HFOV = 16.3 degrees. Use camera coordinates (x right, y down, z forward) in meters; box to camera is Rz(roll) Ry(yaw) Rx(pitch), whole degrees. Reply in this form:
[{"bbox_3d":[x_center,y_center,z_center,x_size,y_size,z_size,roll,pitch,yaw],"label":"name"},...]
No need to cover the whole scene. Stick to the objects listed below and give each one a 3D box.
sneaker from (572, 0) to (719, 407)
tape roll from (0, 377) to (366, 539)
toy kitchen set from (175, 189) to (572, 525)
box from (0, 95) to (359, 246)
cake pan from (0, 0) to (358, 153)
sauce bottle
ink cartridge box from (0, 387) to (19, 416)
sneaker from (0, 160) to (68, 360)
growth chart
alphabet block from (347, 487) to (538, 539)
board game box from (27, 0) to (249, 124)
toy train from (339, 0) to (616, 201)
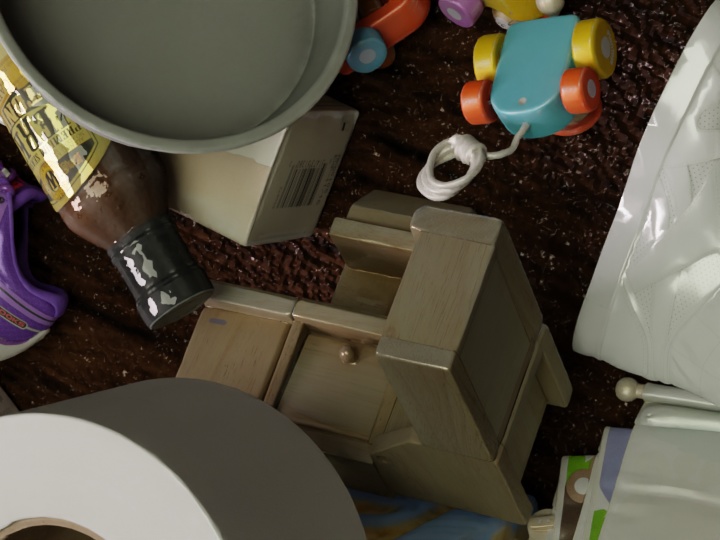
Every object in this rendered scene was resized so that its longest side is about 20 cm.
[{"bbox_3d":[0.192,-0.029,1.268,0.115,0.074,0.201,24,112,17],"label":"sneaker"},{"bbox_3d":[-0.109,0.156,1.159,0.201,0.139,0.204,2,96,23],"label":"tape roll"},{"bbox_3d":[0.000,0.000,1.258,0.199,0.181,0.164,11,65,22],"label":"toy kitchen set"},{"bbox_3d":[-0.113,-0.092,1.377,0.199,0.095,0.078,27,105,21],"label":"box"},{"bbox_3d":[-0.100,-0.146,1.274,0.201,0.199,0.037,59,153,8],"label":"cake pan"},{"bbox_3d":[-0.141,-0.065,1.307,0.065,0.065,0.201,-36,80,21],"label":"sauce bottle"},{"bbox_3d":[-0.300,0.051,1.423,0.084,0.146,0.200,-37,91,21],"label":"ink cartridge box"},{"bbox_3d":[-0.230,-0.048,1.453,0.083,0.081,0.201,-28,90,6],"label":"sneaker"},{"bbox_3d":[0.149,0.140,1.269,0.144,0.018,0.201,13,63,25],"label":"growth chart"},{"bbox_3d":[-0.031,0.212,1.312,0.194,0.196,0.202,9,98,24],"label":"alphabet block"},{"bbox_3d":[-0.102,-0.179,1.321,0.104,0.023,0.201,17,65,-11],"label":"board game box"},{"bbox_3d":[0.054,-0.107,1.302,0.150,0.056,0.200,-36,43,3],"label":"toy train"}]
